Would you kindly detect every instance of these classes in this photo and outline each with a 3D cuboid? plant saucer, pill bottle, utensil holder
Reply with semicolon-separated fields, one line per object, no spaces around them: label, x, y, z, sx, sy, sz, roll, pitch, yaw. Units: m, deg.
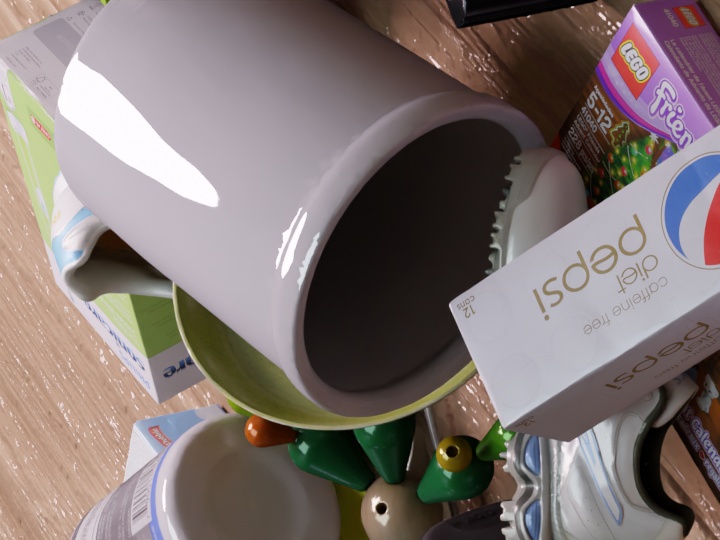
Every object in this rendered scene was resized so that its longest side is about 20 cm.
plant saucer;0.000;0.000;1.426;0.200;0.199;0.031;55;176;32
pill bottle;-0.104;0.168;1.573;0.200;0.113;0.114;-40;67;52
utensil holder;-0.032;-0.048;1.343;0.200;0.169;0.171;35;129;37

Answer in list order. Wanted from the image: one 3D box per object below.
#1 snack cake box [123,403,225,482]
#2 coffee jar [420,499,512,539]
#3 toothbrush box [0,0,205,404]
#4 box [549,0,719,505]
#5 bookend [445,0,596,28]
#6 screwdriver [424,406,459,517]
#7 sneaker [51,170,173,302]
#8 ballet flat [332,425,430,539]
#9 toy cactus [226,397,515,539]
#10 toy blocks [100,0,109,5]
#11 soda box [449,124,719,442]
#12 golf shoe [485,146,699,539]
snack cake box;-0.078;0.191;1.705;0.200;0.067;0.116;48;136;40
coffee jar;0.051;0.208;1.467;0.086;0.104;0.200;57;143;25
toothbrush box;-0.142;-0.044;1.654;0.146;0.086;0.201;44;154;43
box;0.162;-0.009;1.270;0.201;0.039;0.137;61;145;26
bookend;0.094;-0.247;1.248;0.200;0.092;0.200;-33;74;56
screwdriver;0.042;0.078;1.514;0.029;0.028;0.201;-21;85;29
sneaker;-0.073;-0.024;1.512;0.081;0.199;0.077;-94;-5;-47
ballet flat;0.003;0.081;1.552;0.067;0.067;0.201;-9;95;38
toy cactus;0.016;0.096;1.479;0.199;0.102;0.166;1;122;22
toy blocks;-0.067;-0.150;1.532;0.137;0.100;0.200;45;163;16
soda box;0.141;-0.003;1.183;0.200;0.064;0.068;-34;65;24
golf shoe;0.116;0.039;1.281;0.097;0.078;0.201;-4;94;29
